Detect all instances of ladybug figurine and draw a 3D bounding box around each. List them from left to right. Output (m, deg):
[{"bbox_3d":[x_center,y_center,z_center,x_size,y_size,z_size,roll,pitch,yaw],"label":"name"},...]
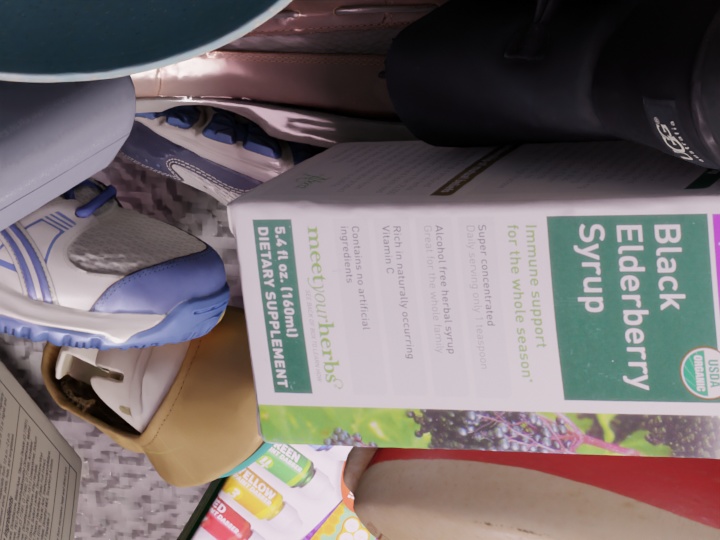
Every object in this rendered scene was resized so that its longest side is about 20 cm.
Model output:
[{"bbox_3d":[0.094,0.081,0.820,0.199,0.072,0.136,15,170,-2],"label":"ladybug figurine"}]

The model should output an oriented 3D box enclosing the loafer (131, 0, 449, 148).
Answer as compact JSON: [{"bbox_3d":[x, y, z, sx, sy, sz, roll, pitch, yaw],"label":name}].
[{"bbox_3d":[-0.059,-0.088,0.814,0.199,0.072,0.063,9,121,-9],"label":"loafer"}]

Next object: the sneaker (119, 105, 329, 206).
[{"bbox_3d":[0.000,0.000,0.862,0.200,0.077,0.085,25,109,-3],"label":"sneaker"}]

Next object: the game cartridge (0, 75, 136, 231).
[{"bbox_3d":[-0.167,-0.086,0.724,0.200,0.133,0.041,38,121,9],"label":"game cartridge"}]

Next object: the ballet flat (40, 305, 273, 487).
[{"bbox_3d":[-0.078,0.042,0.916,0.063,0.069,0.200,26,168,-16],"label":"ballet flat"}]

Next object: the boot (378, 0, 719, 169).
[{"bbox_3d":[0.110,-0.111,0.734,0.168,0.200,0.076,15,152,52],"label":"boot"}]

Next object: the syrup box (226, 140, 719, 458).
[{"bbox_3d":[0.069,0.006,0.743,0.199,0.081,0.079,0,106,27],"label":"syrup box"}]

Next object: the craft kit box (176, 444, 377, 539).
[{"bbox_3d":[0.041,0.109,0.957,0.197,0.049,0.200,28,111,-7],"label":"craft kit box"}]

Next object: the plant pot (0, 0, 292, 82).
[{"bbox_3d":[-0.091,-0.167,0.651,0.199,0.135,0.200,3,142,2],"label":"plant pot"}]

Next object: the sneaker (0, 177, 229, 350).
[{"bbox_3d":[-0.135,-0.037,0.840,0.199,0.075,0.088,18,103,2],"label":"sneaker"}]

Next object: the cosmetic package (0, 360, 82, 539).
[{"bbox_3d":[-0.186,0.065,0.951,0.071,0.105,0.200,-12,137,18],"label":"cosmetic package"}]
